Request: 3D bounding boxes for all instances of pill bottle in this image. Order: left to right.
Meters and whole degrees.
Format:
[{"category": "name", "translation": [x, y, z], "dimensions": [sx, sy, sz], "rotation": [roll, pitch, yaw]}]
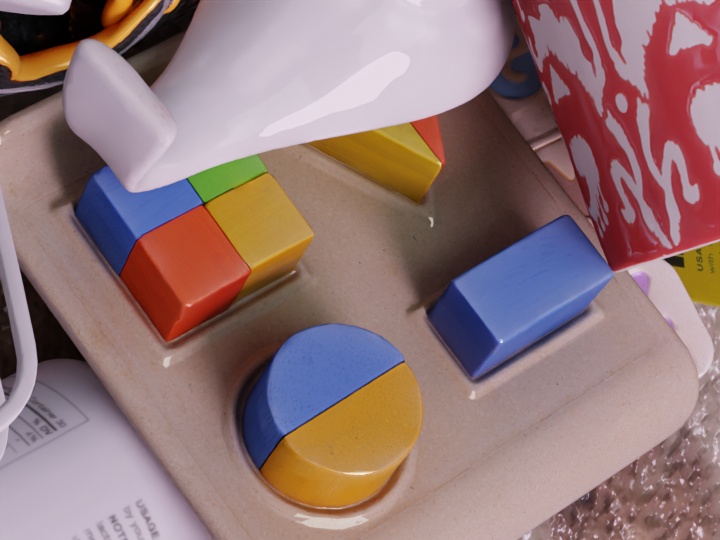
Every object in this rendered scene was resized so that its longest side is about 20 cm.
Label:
[{"category": "pill bottle", "translation": [-0.114, 0.098, 0.812], "dimensions": [0.200, 0.113, 0.114], "rotation": [-28, 114, -31]}]

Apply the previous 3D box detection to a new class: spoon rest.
[{"category": "spoon rest", "translation": [-0.023, -0.076, 0.799], "dimensions": [0.099, 0.061, 0.200], "rotation": [49, 44, 8]}]

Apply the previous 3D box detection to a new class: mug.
[{"category": "mug", "translation": [0.118, -0.115, 0.795], "dimensions": [0.133, 0.177, 0.201], "rotation": [-14, 87, -51]}]

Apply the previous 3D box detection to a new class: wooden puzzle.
[{"category": "wooden puzzle", "translation": [0.000, 0.000, 0.814], "dimensions": [0.185, 0.046, 0.200], "rotation": [-30, 80, -31]}]

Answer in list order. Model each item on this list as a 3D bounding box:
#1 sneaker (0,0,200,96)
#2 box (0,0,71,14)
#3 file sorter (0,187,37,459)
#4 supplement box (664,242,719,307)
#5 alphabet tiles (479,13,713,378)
[{"category": "sneaker", "translation": [-0.078, -0.107, 0.830], "dimensions": [0.200, 0.077, 0.079], "rotation": [-36, 116, -30]}, {"category": "box", "translation": [-0.193, -0.155, 0.652], "dimensions": [0.198, 0.200, 0.131], "rotation": [11, 92, -39]}, {"category": "file sorter", "translation": [-0.172, 0.025, 0.641], "dimensions": [0.138, 0.200, 0.125], "rotation": [-8, 70, -24]}, {"category": "supplement box", "translation": [0.163, -0.050, 0.950], "dimensions": [0.109, 0.200, 0.110], "rotation": [-17, 108, -37]}, {"category": "alphabet tiles", "translation": [0.032, -0.028, 0.883], "dimensions": [0.199, 0.015, 0.196], "rotation": [-24, 78, -9]}]
